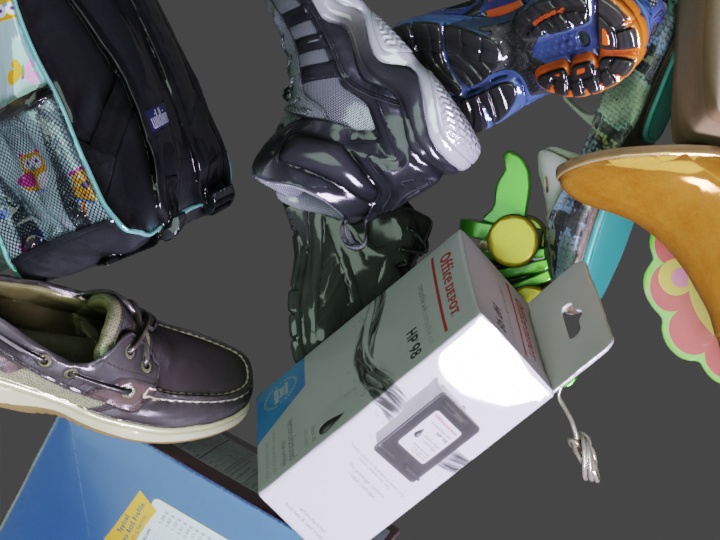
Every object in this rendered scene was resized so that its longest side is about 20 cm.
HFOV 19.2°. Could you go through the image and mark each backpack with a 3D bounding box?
[{"bbox_3d":[-0.181,-0.104,1.232,0.152,0.176,0.202,-15,99,25],"label":"backpack"}]

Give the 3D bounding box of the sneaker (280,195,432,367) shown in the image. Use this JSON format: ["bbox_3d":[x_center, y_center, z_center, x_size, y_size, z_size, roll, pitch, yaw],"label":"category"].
[{"bbox_3d":[0.000,0.000,1.265,0.090,0.076,0.202,-4,93,5],"label":"sneaker"}]

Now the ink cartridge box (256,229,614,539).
[{"bbox_3d":[0.036,0.056,1.174,0.200,0.116,0.067,-40,111,13],"label":"ink cartridge box"}]

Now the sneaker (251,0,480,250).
[{"bbox_3d":[-0.031,-0.105,1.213,0.114,0.075,0.200,-42,71,2],"label":"sneaker"}]

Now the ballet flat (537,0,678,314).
[{"bbox_3d":[0.142,-0.076,1.246,0.074,0.074,0.201,24,92,7],"label":"ballet flat"}]

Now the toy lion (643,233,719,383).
[{"bbox_3d":[0.272,0.009,1.231,0.199,0.069,0.193,-27,81,9],"label":"toy lion"}]

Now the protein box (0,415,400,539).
[{"bbox_3d":[-0.115,0.200,1.260,0.199,0.135,0.200,29,97,7],"label":"protein box"}]

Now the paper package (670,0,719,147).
[{"bbox_3d":[0.273,-0.162,1.165,0.189,0.103,0.202,6,83,-6],"label":"paper package"}]

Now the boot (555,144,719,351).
[{"bbox_3d":[0.203,0.010,1.168,0.199,0.071,0.146,4,80,-3],"label":"boot"}]

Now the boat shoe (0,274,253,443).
[{"bbox_3d":[-0.145,0.045,1.178,0.198,0.074,0.065,8,133,-26],"label":"boat shoe"}]

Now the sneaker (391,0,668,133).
[{"bbox_3d":[0.096,-0.130,1.218,0.199,0.078,0.076,-3,115,45],"label":"sneaker"}]

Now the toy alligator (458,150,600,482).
[{"bbox_3d":[0.093,0.032,1.256,0.054,0.059,0.202,-13,90,12],"label":"toy alligator"}]
